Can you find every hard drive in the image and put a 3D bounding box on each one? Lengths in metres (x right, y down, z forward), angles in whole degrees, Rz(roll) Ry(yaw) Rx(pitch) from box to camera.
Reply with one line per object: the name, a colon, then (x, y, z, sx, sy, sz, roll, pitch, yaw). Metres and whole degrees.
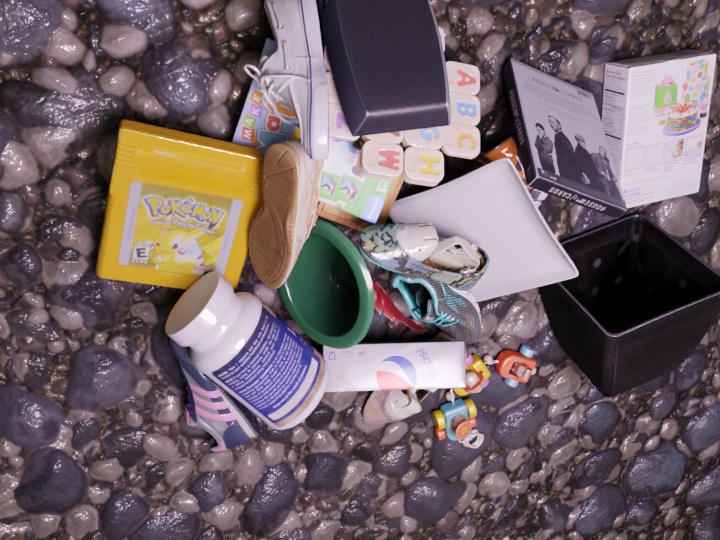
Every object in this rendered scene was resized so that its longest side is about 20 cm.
hard drive: (0.029, -0.256, 0.766, 0.132, 0.042, 0.204, -9, 78, -15)

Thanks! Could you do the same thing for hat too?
hat: (0.000, 0.000, 0.926, 0.175, 0.164, 0.203, -29, 141, -44)

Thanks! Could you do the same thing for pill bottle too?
pill bottle: (-0.141, 0.101, 0.856, 0.116, 0.116, 0.200, -43, 119, 3)

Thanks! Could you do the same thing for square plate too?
square plate: (0.160, -0.046, 0.909, 0.198, 0.029, 0.199, -17, 122, 39)

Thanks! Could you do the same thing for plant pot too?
plant pot: (0.392, 0.066, 1.019, 0.196, 0.201, 0.180, -20, 129, -10)

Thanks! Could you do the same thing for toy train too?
toy train: (0.201, 0.205, 1.082, 0.148, 0.056, 0.202, 21, 104, -26)

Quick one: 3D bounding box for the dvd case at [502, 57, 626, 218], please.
dvd case: (0.259, -0.171, 0.872, 0.148, 0.203, 0.025, 15, 144, -25)

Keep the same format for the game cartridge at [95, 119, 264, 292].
game cartridge: (-0.209, -0.065, 0.804, 0.173, 0.033, 0.202, 8, 127, -22)

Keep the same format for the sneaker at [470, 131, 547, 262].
sneaker: (0.187, -0.109, 0.938, 0.111, 0.078, 0.202, 29, 117, -5)

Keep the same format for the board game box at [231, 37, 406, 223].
board game box: (-0.044, -0.164, 0.818, 0.197, 0.037, 0.153, 21, 105, -8)

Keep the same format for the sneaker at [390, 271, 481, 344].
sneaker: (0.098, 0.045, 0.940, 0.077, 0.092, 0.200, -24, 120, 34)

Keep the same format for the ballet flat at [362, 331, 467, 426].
ballet flat: (0.082, 0.170, 1.018, 0.200, 0.067, 0.068, -48, 120, 5)

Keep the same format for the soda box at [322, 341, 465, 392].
soda box: (0.045, 0.132, 0.950, 0.196, 0.068, 0.065, -1, 85, -4)

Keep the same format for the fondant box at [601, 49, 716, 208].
fondant box: (0.422, -0.202, 0.982, 0.142, 0.058, 0.203, -12, 117, -14)

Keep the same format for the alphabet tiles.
alphabet tiles: (0.050, -0.199, 0.787, 0.192, 0.015, 0.204, 7, 74, -14)

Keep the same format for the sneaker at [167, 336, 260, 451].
sneaker: (-0.214, 0.167, 0.912, 0.081, 0.070, 0.202, -28, 114, 2)

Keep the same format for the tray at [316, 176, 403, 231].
tray: (0.018, -0.153, 0.873, 0.097, 0.037, 0.203, 17, 105, -25)

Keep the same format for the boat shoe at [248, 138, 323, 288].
boat shoe: (-0.080, -0.065, 0.799, 0.069, 0.073, 0.202, -32, 152, -42)

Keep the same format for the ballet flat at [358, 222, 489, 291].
ballet flat: (0.088, -0.028, 0.856, 0.198, 0.074, 0.075, 14, 108, -39)

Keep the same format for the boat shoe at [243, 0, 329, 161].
boat shoe: (-0.080, -0.208, 0.724, 0.084, 0.075, 0.206, -6, 73, -5)
